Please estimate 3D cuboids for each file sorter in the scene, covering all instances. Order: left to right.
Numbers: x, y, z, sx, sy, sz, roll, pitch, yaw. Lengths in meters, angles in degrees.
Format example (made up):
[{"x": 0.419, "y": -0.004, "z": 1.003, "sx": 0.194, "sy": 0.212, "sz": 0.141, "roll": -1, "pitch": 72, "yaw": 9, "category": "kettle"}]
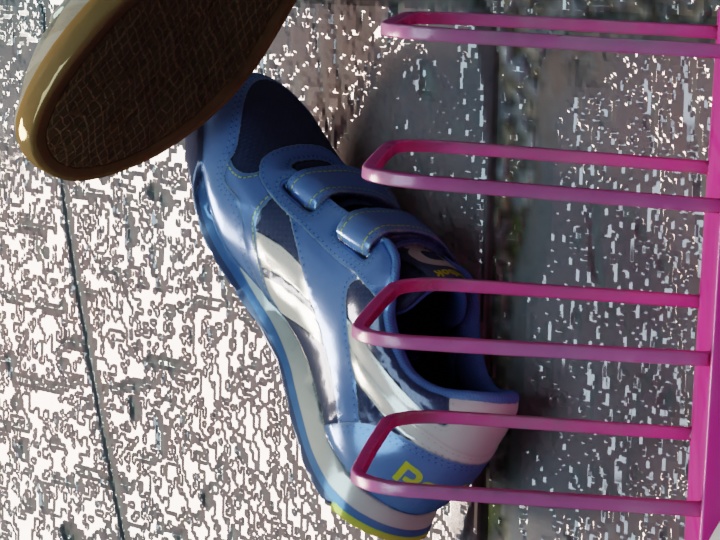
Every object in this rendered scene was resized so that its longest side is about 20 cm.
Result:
[{"x": 0.063, "y": 0.016, "z": 0.935, "sx": 0.124, "sy": 0.139, "sz": 0.202, "roll": 3, "pitch": 98, "yaw": 5, "category": "file sorter"}]

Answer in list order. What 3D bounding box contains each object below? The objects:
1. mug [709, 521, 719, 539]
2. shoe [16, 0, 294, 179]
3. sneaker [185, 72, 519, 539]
[{"x": 0.198, "y": 0.066, "z": 0.804, "sx": 0.175, "sy": 0.147, "sz": 0.201, "roll": -41, "pitch": 40, "yaw": 53, "category": "mug"}, {"x": -0.060, "y": -0.117, "z": 1.099, "sx": 0.200, "sy": 0.070, "sz": 0.053, "roll": -47, "pitch": 39, "yaw": -7, "category": "shoe"}, {"x": 0.000, "y": 0.000, "z": 1.099, "sx": 0.082, "sy": 0.074, "sz": 0.201, "roll": -42, "pitch": 64, "yaw": 35, "category": "sneaker"}]
